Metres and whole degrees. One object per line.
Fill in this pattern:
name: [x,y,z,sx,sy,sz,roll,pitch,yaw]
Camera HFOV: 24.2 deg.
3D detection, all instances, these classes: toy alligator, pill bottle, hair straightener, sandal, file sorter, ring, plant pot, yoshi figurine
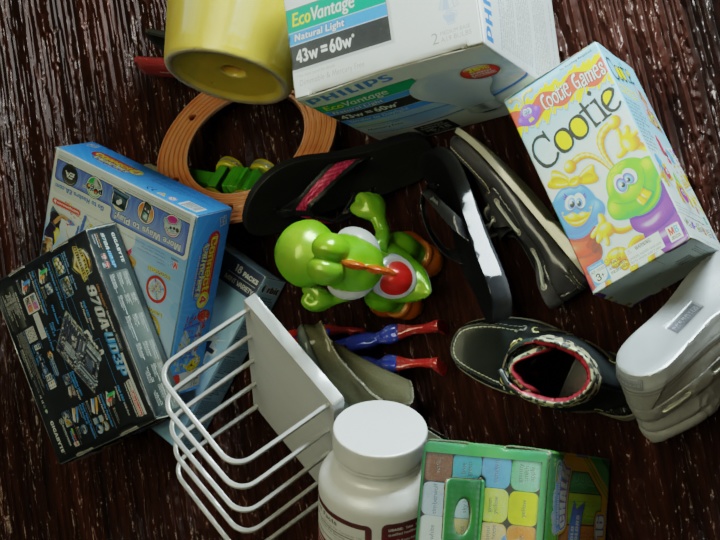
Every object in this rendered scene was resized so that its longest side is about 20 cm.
toy alligator: [-0.147,-0.080,1.741,0.198,0.055,0.060,5,47,28]
pill bottle: [0.017,0.225,1.523,0.112,0.113,0.202,20,126,29]
hair straightener: [-0.141,-0.238,1.756,0.198,0.041,0.078,5,67,27]
sandal: [-0.019,-0.080,1.618,0.198,0.076,0.045,-19,45,-7]
file sorter: [-0.103,0.152,1.578,0.124,0.201,0.139,-33,63,-21]
ring: [-0.114,-0.126,1.706,0.198,0.019,0.202,-12,52,15]
plant pot: [-0.108,-0.274,1.646,0.199,0.201,0.191,3,72,28]
yoshi figurine: [-0.010,-0.010,1.571,0.111,0.199,0.114,-26,72,23]
sandal: [0.089,-0.039,1.570,0.042,0.076,0.201,-15,52,-9]

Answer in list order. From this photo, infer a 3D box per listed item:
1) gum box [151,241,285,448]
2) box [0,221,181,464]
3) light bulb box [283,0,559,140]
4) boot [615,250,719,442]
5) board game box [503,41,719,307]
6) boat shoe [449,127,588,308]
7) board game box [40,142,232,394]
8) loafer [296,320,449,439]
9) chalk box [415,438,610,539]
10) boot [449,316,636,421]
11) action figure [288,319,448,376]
gum box: [-0.193,0.055,1.749,0.169,0.044,0.201,34,98,28]
box: [-0.272,0.075,1.668,0.158,0.046,0.202,-26,83,37]
light bulb box: [0.060,-0.217,1.565,0.196,0.199,0.126,-14,76,26]
boot: [0.305,0.062,1.466,0.199,0.096,0.073,-37,41,-15]
board game box: [0.227,-0.084,1.510,0.102,0.105,0.202,-30,69,21]
boat shoe: [0.139,-0.050,1.571,0.063,0.073,0.200,-44,70,12]
board game box: [-0.234,-0.002,1.689,0.199,0.056,0.198,26,114,30]
loafer: [0.015,0.118,1.585,0.069,0.075,0.200,-40,103,1]
chalk box: [0.126,0.215,1.463,0.123,0.199,0.126,2,84,28]
boot: [0.149,0.080,1.498,0.202,0.153,0.074,16,90,29]
action figure: [-0.011,0.084,1.643,0.198,0.052,0.066,-5,76,21]
